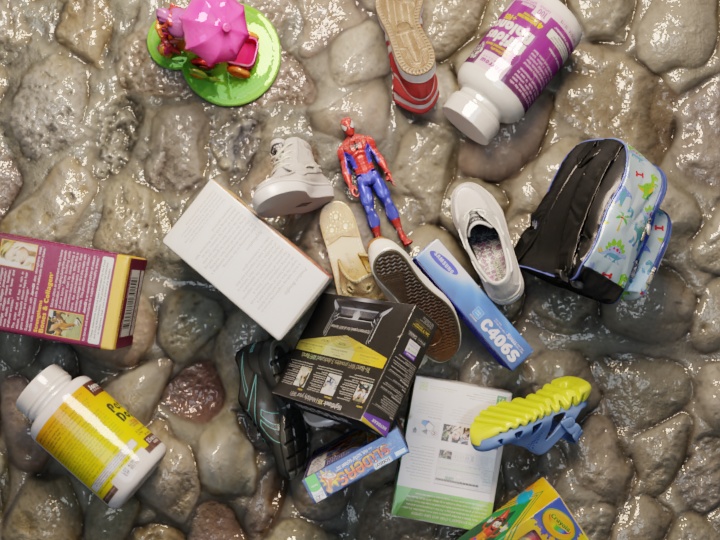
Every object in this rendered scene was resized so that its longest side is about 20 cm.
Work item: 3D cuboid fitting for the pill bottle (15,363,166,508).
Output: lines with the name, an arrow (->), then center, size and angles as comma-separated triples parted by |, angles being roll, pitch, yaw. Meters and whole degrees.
pill bottle -> -0.373, 0.223, 1.149 | 0.200, 0.109, 0.110 | 41, 89, 0

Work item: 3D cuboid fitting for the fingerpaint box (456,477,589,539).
fingerpaint box -> 0.247, 0.420, 1.146 | 0.166, 0.073, 0.201 | -34, 100, -1

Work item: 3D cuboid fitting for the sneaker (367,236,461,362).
sneaker -> 0.074, 0.033, 1.139 | 0.072, 0.085, 0.201 | -31, 114, 2

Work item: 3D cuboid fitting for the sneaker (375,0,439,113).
sneaker -> 0.067, -0.316, 1.190 | 0.070, 0.113, 0.202 | -10, 59, 2

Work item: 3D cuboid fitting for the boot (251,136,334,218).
boot -> -0.104, -0.129, 1.119 | 0.073, 0.200, 0.096 | -28, 85, 17

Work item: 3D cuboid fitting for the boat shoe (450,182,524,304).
boat shoe -> 0.165, -0.049, 1.135 | 0.071, 0.069, 0.202 | -18, 57, 13

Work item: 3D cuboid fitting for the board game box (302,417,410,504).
board game box -> -0.005, 0.239, 1.103 | 0.134, 0.200, 0.035 | -28, 88, 0

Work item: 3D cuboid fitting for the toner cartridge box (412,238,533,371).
toner cartridge box -> 0.153, 0.047, 1.161 | 0.043, 0.095, 0.200 | -41, 90, -2

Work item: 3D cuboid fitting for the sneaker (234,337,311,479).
sneaker -> -0.124, 0.195, 1.180 | 0.078, 0.075, 0.203 | -9, 94, 27

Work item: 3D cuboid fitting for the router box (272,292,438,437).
router box -> -0.011, 0.116, 1.082 | 0.052, 0.199, 0.159 | 39, 70, -33

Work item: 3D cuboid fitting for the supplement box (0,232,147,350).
supplement box -> -0.413, 0.029, 1.156 | 0.197, 0.103, 0.133 | 11, 89, -1

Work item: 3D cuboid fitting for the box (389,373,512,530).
box -> 0.128, 0.258, 1.186 | 0.142, 0.036, 0.203 | 11, 88, 0

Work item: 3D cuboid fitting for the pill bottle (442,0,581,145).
pill bottle -> 0.205, -0.278, 1.159 | 0.112, 0.112, 0.201 | 38, 88, 1

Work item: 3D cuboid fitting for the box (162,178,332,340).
box -> -0.146, -0.013, 1.133 | 0.199, 0.152, 0.107 | 40, 89, 0

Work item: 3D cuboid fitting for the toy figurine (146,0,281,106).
toy figurine -> -0.214, -0.322, 1.124 | 0.197, 0.184, 0.152 | 15, 89, 1

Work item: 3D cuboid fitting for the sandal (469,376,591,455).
sandal -> 0.240, 0.215, 1.147 | 0.198, 0.079, 0.088 | -14, 102, -22

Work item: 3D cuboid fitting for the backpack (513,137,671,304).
backpack -> 0.322, -0.065, 1.125 | 0.146, 0.183, 0.202 | 23, 91, -22

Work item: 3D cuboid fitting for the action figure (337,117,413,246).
action figure -> 0.015, -0.124, 1.189 | 0.065, 0.052, 0.202 | -22, 87, 3

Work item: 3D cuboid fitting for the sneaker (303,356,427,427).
sneaker -> -0.003, 0.139, 1.165 | 0.199, 0.075, 0.083 | -36, 106, -12

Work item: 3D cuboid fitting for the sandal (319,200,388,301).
sandal -> -0.005, 0.002, 1.173 | 0.077, 0.070, 0.214 | -23, 89, 0
